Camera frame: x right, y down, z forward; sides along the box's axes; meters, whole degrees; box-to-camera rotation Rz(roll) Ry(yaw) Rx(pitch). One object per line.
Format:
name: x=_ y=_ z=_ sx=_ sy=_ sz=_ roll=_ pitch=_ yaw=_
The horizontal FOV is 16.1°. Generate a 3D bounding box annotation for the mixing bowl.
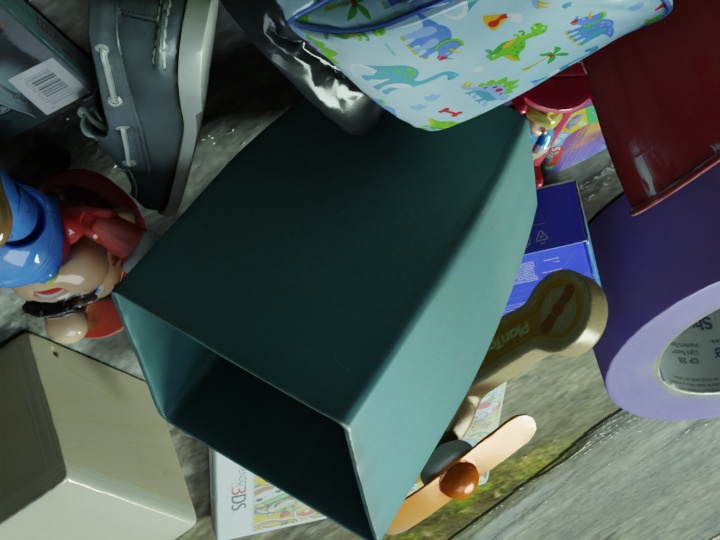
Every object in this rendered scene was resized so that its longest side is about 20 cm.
mixing bowl: x=0.182 y=-0.129 z=1.245 sx=0.200 sy=0.109 sz=0.200 roll=-37 pitch=-179 yaw=1

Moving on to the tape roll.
tape roll: x=0.235 y=0.009 z=1.581 sx=0.198 sy=0.085 sz=0.200 roll=-13 pitch=152 yaw=-7

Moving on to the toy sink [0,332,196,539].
toy sink: x=-0.224 y=0.142 z=1.548 sx=0.199 sy=0.113 sz=0.130 roll=-34 pitch=147 yaw=21

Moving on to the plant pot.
plant pot: x=0.000 y=0.000 z=1.285 sx=0.200 sy=0.141 sz=0.142 roll=-53 pitch=157 yaw=-20

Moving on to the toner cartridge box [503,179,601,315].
toner cartridge box: x=0.039 y=0.007 z=1.495 sx=0.198 sy=0.043 sz=0.095 roll=-12 pitch=154 yaw=6

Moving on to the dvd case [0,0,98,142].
dvd case: x=-0.245 y=-0.082 z=1.236 sx=0.199 sy=0.022 sz=0.146 roll=-24 pitch=151 yaw=15

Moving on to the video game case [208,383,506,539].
video game case: x=-0.004 y=0.118 z=1.712 sx=0.198 sy=0.023 sz=0.182 roll=-12 pitch=151 yaw=-9

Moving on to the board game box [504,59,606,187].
board game box: x=0.086 y=-0.081 z=1.388 sx=0.157 sy=0.039 sz=0.200 roll=-26 pitch=150 yaw=16

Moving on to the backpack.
backpack: x=0.049 y=-0.146 z=1.171 sx=0.200 sy=0.154 sz=0.163 roll=-37 pitch=149 yaw=8

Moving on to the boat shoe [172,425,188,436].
boat shoe: x=-0.080 y=0.059 z=1.451 sx=0.071 sy=0.060 sz=0.200 roll=26 pitch=169 yaw=-7

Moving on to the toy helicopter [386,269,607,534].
toy helicopter: x=0.058 y=0.065 z=1.421 sx=0.199 sy=0.133 sz=0.079 roll=-31 pitch=144 yaw=34

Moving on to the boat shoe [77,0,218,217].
boat shoe: x=-0.107 y=-0.088 z=1.253 sx=0.061 sy=0.073 sz=0.200 roll=10 pitch=157 yaw=-3

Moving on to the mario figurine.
mario figurine: x=-0.167 y=0.000 z=1.285 sx=0.106 sy=0.123 sz=0.200 roll=-58 pitch=155 yaw=6
